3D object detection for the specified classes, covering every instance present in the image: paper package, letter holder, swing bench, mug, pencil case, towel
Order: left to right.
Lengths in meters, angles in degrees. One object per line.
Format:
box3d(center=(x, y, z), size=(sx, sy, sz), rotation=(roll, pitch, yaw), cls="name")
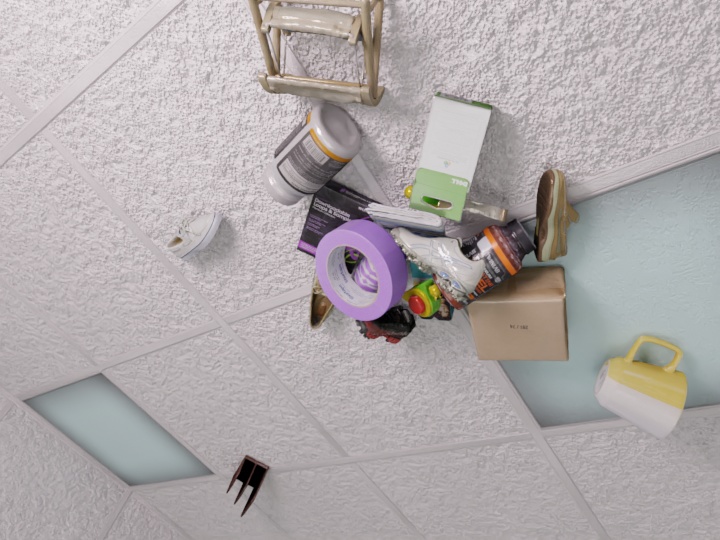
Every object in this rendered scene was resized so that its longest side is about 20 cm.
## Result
box3d(center=(-0.434, 0.807, 2.081), size=(0.099, 0.143, 0.201), rotation=(27, 134, -5), cls="letter holder")
box3d(center=(-0.065, -0.370, 0.929), size=(0.195, 0.131, 0.203), rotation=(10, 133, 12), cls="swing bench")
box3d(center=(0.031, 0.009, 1.258), size=(0.084, 0.085, 0.201), rotation=(14, 138, -21), cls="pencil case")
box3d(center=(0.096, -0.094, 1.095), size=(0.144, 0.200, 0.024), rotation=(12, 88, 12), cls="towel")
box3d(center=(0.340, 0.097, 1.198), size=(0.196, 0.104, 0.193), rotation=(-3, 128, 22), cls="paper package")
box3d(center=(0.607, 0.247, 1.228), size=(0.151, 0.190, 0.150), rotation=(21, 167, 14), cls="mug")

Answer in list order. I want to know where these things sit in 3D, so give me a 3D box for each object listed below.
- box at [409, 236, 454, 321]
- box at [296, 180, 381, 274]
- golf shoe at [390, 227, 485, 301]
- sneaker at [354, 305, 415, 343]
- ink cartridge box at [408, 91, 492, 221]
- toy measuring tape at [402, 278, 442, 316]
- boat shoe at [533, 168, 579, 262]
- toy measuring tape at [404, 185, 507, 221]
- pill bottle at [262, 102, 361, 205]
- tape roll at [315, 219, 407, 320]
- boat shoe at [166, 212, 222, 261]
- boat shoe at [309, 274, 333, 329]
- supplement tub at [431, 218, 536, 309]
box3d(center=(0.158, 0.020, 1.237), size=(0.081, 0.050, 0.203), rotation=(2, 129, 19), cls="box")
box3d(center=(-0.051, -0.095, 1.227), size=(0.141, 0.036, 0.202), rotation=(23, 132, 0), cls="box")
box3d(center=(0.149, -0.034, 1.070), size=(0.199, 0.098, 0.078), rotation=(41, -179, 21), cls="golf shoe")
box3d(center=(0.064, 0.118, 1.302), size=(0.097, 0.072, 0.199), rotation=(-31, 152, 24), cls="sneaker")
box3d(center=(0.159, -0.202, 1.000), size=(0.102, 0.059, 0.204), rotation=(16, 116, 8), cls="ink cartridge box")
box3d(center=(0.119, 0.072, 1.212), size=(0.073, 0.074, 0.199), rotation=(36, 152, -13), cls="toy measuring tape")
box3d(center=(0.370, -0.104, 1.047), size=(0.074, 0.073, 0.202), rotation=(-5, 136, 6), cls="boat shoe")
box3d(center=(0.181, -0.130, 1.081), size=(0.196, 0.074, 0.074), rotation=(14, 133, 2), cls="toy measuring tape")
box3d(center=(-0.099, -0.217, 1.084), size=(0.116, 0.117, 0.199), rotation=(41, 132, -17), cls="pill bottle")
box3d(center=(0.000, 0.000, 1.173), size=(0.197, 0.065, 0.204), rotation=(20, 125, 31), cls="tape roll")
box3d(center=(-0.408, -0.094, 1.334), size=(0.085, 0.076, 0.200), rotation=(30, 143, -30), cls="boat shoe")
box3d(center=(-0.085, 0.061, 1.356), size=(0.072, 0.063, 0.202), rotation=(18, 133, 5), cls="boat shoe")
box3d(center=(0.244, -0.017, 1.111), size=(0.199, 0.108, 0.107), rotation=(-36, 113, 16), cls="supplement tub")
